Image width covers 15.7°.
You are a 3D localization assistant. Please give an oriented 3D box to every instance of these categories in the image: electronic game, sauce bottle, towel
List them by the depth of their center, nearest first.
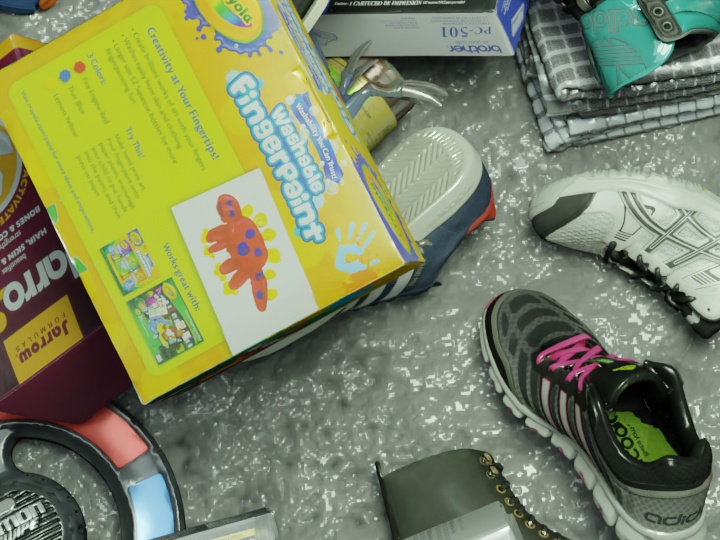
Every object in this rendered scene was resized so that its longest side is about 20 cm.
[{"bbox_3d":[-0.204,0.161,1.570,0.199,0.042,0.201,0,76,1],"label":"electronic game"},{"bbox_3d":[-0.054,-0.057,1.611,0.065,0.065,0.200,43,79,10],"label":"sauce bottle"},{"bbox_3d":[0.188,-0.180,1.630,0.199,0.086,0.166,-12,76,-3],"label":"towel"}]

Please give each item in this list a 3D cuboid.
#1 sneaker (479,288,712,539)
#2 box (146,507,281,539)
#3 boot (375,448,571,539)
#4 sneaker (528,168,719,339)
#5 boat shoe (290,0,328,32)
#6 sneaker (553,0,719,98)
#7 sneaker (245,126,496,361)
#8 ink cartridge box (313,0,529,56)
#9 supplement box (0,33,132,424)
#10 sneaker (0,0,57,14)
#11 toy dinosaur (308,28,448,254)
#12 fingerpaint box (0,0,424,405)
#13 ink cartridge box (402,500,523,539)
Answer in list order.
[{"bbox_3d":[0.145,0.073,1.545,0.074,0.088,0.200,-18,56,-28],"label":"sneaker"},{"bbox_3d":[-0.127,0.242,1.522,0.199,0.049,0.162,-15,92,-8],"label":"box"},{"bbox_3d":[0.111,0.158,1.556,0.199,0.078,0.139,-12,72,-4],"label":"boot"},{"bbox_3d":[0.198,-0.006,1.592,0.199,0.076,0.088,9,76,3],"label":"sneaker"},{"bbox_3d":[-0.092,-0.139,1.496,0.200,0.068,0.072,-35,52,24],"label":"boat shoe"},{"bbox_3d":[0.135,-0.164,1.522,0.199,0.084,0.121,4,71,-27],"label":"sneaker"},{"bbox_3d":[0.000,0.000,1.591,0.200,0.085,0.075,-34,55,5],"label":"sneaker"},{"bbox_3d":[0.007,-0.179,1.602,0.199,0.044,0.094,2,56,25],"label":"ink cartridge box"},{"bbox_3d":[-0.188,-0.024,1.555,0.110,0.086,0.201,-35,64,25],"label":"supplement box"},{"bbox_3d":[-0.282,-0.219,1.644,0.199,0.078,0.076,9,76,2],"label":"sneaker"},{"bbox_3d":[-0.022,-0.085,1.493,0.200,0.105,0.182,-28,98,-40],"label":"toy dinosaur"},{"bbox_3d":[-0.085,-0.054,1.432,0.166,0.073,0.201,-29,85,10],"label":"fingerpaint box"},{"bbox_3d":[0.019,0.236,1.464,0.199,0.083,0.146,-22,92,1],"label":"ink cartridge box"}]
